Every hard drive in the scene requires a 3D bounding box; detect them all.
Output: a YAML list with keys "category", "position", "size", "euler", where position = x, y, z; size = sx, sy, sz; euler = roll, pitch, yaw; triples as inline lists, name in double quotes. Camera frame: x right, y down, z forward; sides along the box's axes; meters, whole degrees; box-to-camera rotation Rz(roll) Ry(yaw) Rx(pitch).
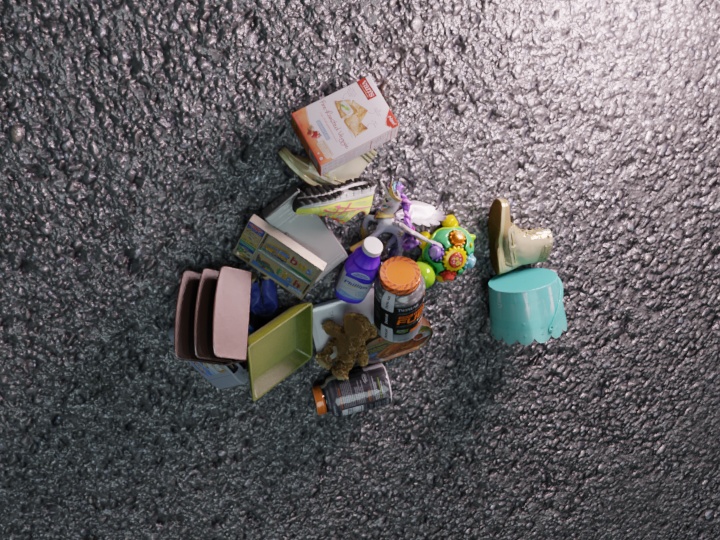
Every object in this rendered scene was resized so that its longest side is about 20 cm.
- category: "hard drive"
  position: [-0.029, 0.126, 1.675]
  size: [0.196, 0.025, 0.135]
  euler: [-15, 115, -7]

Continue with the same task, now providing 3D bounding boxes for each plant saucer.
- category: "plant saucer"
  position: [-0.200, 0.183, 1.585]
  size: [0.198, 0.048, 0.203]
  euler: [-35, 145, -34]

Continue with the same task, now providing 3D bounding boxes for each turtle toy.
- category: "turtle toy"
  position: [0.201, -0.029, 1.626]
  size: [0.198, 0.101, 0.147]
  euler: [-33, 116, 1]

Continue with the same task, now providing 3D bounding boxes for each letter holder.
- category: "letter holder"
  position: [-0.330, 0.097, 1.475]
  size: [0.140, 0.100, 0.205]
  euler: [13, 70, -35]

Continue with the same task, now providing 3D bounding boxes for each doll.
- category: "doll"
  position: [-0.225, 0.103, 1.604]
  size: [0.133, 0.049, 0.204]
  euler: [-10, 114, -12]

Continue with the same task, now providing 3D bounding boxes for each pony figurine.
- category: "pony figurine"
  position: [0.093, -0.099, 1.557]
  size: [0.190, 0.168, 0.202]
  euler: [26, 121, -10]

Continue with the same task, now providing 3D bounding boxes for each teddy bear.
- category: "teddy bear"
  position: [-0.035, 0.182, 1.636]
  size: [0.143, 0.067, 0.204]
  euler: [22, 114, 19]

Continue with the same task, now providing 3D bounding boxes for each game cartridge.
- category: "game cartridge"
  position: [-0.364, 0.201, 1.570]
  size: [0.132, 0.042, 0.201]
  euler: [-23, 114, 43]

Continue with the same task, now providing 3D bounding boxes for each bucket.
- category: "bucket"
  position: [0.418, 0.085, 1.676]
  size: [0.203, 0.207, 0.138]
  euler: [-13, 107, -8]

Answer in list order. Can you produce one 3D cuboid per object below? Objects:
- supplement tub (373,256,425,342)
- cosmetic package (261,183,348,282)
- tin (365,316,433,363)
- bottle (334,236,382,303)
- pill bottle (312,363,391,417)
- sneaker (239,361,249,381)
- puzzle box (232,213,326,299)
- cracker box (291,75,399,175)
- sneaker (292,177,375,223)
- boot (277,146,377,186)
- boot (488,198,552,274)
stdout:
- category: "supplement tub"
  position: [0.090, 0.068, 1.561]
  size: [0.120, 0.124, 0.202]
  euler: [-13, 143, -8]
- category: "cosmetic package"
  position: [-0.127, -0.085, 1.531]
  size: [0.106, 0.090, 0.201]
  euler: [-39, 113, 1]
- category: "tin"
  position: [0.088, 0.176, 1.696]
  size: [0.196, 0.042, 0.113]
  euler: [-18, 145, -6]
- category: "bottle"
  position: [0.000, 0.000, 1.558]
  size: [0.082, 0.066, 0.201]
  euler: [16, 141, -10]
- category: "pill bottle"
  position: [-0.024, 0.313, 1.709]
  size: [0.196, 0.107, 0.108]
  euler: [-13, 115, -9]
- category: "sneaker"
  position: [-0.297, 0.210, 1.612]
  size: [0.077, 0.082, 0.201]
  euler: [-37, 117, 3]
- category: "puzzle box"
  position: [-0.185, -0.028, 1.505]
  size: [0.198, 0.026, 0.133]
  euler: [34, 137, -6]
- category: "cracker box"
  position: [-0.033, -0.312, 1.424]
  size: [0.197, 0.058, 0.136]
  euler: [-29, 78, -11]
- category: "sneaker"
  position: [-0.055, -0.139, 1.465]
  size: [0.196, 0.078, 0.092]
  euler: [-12, 126, -20]
- category: "boot"
  position: [-0.072, -0.259, 1.481]
  size: [0.198, 0.072, 0.156]
  euler: [31, 103, -28]
- category: "boot"
  position: [0.403, -0.097, 1.664]
  size: [0.152, 0.073, 0.204]
  euler: [-12, 116, -8]
